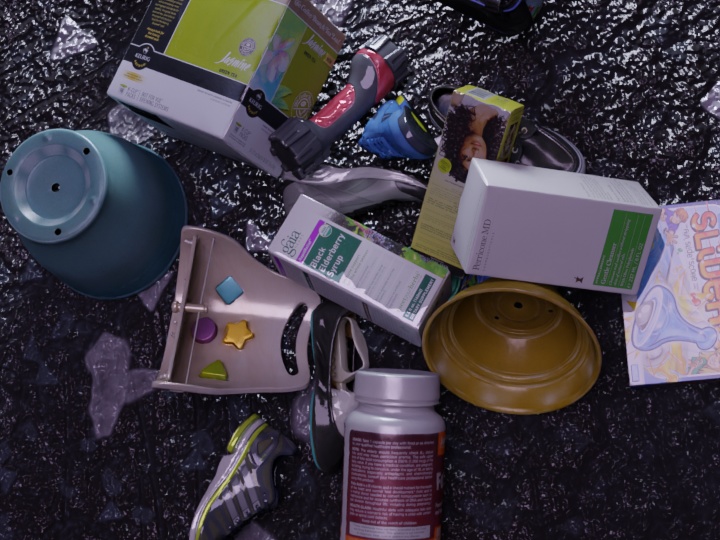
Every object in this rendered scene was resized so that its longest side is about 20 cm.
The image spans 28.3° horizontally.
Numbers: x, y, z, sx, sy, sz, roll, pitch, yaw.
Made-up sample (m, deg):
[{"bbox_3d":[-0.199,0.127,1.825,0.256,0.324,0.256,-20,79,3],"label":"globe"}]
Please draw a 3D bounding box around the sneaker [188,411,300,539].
[{"bbox_3d":[-0.137,0.269,1.652,0.080,0.074,0.202,22,86,13],"label":"sneaker"}]

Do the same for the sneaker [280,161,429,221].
[{"bbox_3d":[-0.001,-0.088,1.695,0.198,0.074,0.080,3,89,20],"label":"sneaker"}]

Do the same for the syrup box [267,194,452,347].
[{"bbox_3d":[0.000,0.000,1.620,0.199,0.082,0.079,28,77,14],"label":"syrup box"}]

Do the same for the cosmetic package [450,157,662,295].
[{"bbox_3d":[0.208,-0.047,1.538,0.198,0.085,0.109,5,114,-13],"label":"cosmetic package"}]

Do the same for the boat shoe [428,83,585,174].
[{"bbox_3d":[0.160,-0.151,1.613,0.199,0.057,0.069,27,85,17],"label":"boat shoe"}]

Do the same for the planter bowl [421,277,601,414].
[{"bbox_3d":[0.172,0.064,1.589,0.198,0.202,0.084,2,44,13],"label":"planter bowl"}]

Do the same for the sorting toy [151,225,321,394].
[{"bbox_3d":[-0.139,0.070,1.682,0.178,0.107,0.202,9,67,-2],"label":"sorting toy"}]

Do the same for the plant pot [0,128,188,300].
[{"bbox_3d":[-0.329,-0.081,1.702,0.198,0.188,0.202,-3,78,12],"label":"plant pot"}]

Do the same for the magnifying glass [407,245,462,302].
[{"bbox_3d":[0.021,0.006,1.669,0.198,0.022,0.081,3,79,13],"label":"magnifying glass"}]

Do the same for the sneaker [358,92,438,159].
[{"bbox_3d":[0.040,-0.149,1.636,0.078,0.200,0.066,-37,104,7],"label":"sneaker"}]

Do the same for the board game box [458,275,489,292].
[{"bbox_3d":[0.132,-0.046,1.677,0.102,0.019,0.201,31,87,17],"label":"board game box"}]

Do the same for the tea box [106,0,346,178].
[{"bbox_3d":[-0.159,-0.246,1.698,0.199,0.133,0.198,24,86,33],"label":"tea box"}]

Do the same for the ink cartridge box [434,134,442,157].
[{"bbox_3d":[0.167,-0.085,1.647,0.099,0.039,0.201,-28,73,5],"label":"ink cartridge box"}]

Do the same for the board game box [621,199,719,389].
[{"bbox_3d":[0.360,0.027,1.602,0.134,0.034,0.202,-6,78,12],"label":"board game box"}]

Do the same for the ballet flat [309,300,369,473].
[{"bbox_3d":[-0.023,0.131,1.647,0.068,0.068,0.202,-10,77,32],"label":"ballet flat"}]

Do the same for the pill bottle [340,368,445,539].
[{"bbox_3d":[0.037,0.213,1.582,0.113,0.114,0.202,3,91,13],"label":"pill bottle"}]

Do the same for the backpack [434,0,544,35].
[{"bbox_3d":[0.156,-0.396,1.673,0.182,0.147,0.201,26,90,17],"label":"backpack"}]

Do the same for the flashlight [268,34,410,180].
[{"bbox_3d":[-0.027,-0.197,1.679,0.067,0.068,0.200,30,60,33],"label":"flashlight"}]

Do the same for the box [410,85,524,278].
[{"bbox_3d":[0.117,-0.098,1.589,0.075,0.050,0.202,22,113,20],"label":"box"}]
